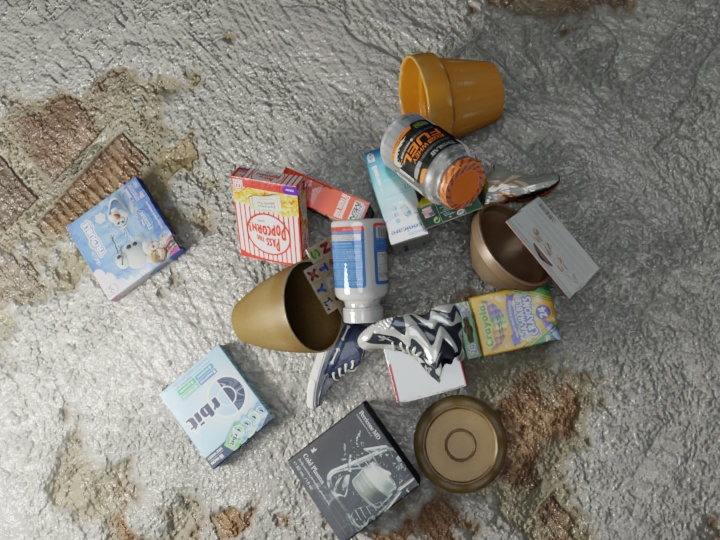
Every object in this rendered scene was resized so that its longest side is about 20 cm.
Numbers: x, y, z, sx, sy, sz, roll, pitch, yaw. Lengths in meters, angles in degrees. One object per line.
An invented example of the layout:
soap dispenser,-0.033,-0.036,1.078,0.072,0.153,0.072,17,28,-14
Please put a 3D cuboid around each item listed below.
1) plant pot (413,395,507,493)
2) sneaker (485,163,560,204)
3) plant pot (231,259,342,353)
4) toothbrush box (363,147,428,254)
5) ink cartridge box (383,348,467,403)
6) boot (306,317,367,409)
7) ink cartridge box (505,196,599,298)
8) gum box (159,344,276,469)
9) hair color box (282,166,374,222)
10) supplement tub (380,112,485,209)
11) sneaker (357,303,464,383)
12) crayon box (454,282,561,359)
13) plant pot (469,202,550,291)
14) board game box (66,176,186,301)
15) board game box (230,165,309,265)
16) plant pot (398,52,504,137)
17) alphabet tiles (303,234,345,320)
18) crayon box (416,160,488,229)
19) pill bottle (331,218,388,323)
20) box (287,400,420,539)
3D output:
plant pot,0.209,0.363,1.587,0.197,0.027,0.204,-1,83,6
sneaker,0.323,-0.191,1.616,0.197,0.076,0.093,-13,78,3
plant pot,-0.167,0.091,1.579,0.198,0.185,0.189,-15,81,36
toothbrush box,0.077,-0.147,1.597,0.084,0.146,0.203,-16,81,3
ink cartridge box,0.131,0.176,1.530,0.143,0.200,0.147,-16,81,6
boot,-0.048,0.202,1.607,0.089,0.073,0.203,14,85,13
ink cartridge box,0.382,-0.040,1.547,0.201,0.173,0.044,51,133,7
gum box,-0.308,0.292,1.639,0.169,0.045,0.201,-39,81,0
hair color box,-0.074,-0.146,1.630,0.198,0.111,0.065,23,87,8
supplement tub,0.136,-0.204,1.429,0.123,0.123,0.200,-46,49,-1
sneaker,0.100,0.149,1.394,0.196,0.080,0.131,-13,72,-4
crayon box,0.307,0.105,1.593,0.197,0.052,0.128,-14,82,5
plant pot,0.292,-0.032,1.568,0.202,0.200,0.093,54,131,8
board game box,-0.525,-0.070,1.702,0.198,0.043,0.201,-35,82,2
board game box,-0.186,-0.111,1.599,0.149,0.046,0.202,11,128,16
plant pot,0.196,-0.361,1.598,0.180,0.200,0.203,-11,82,-11
alphabet tiles,-0.031,0.006,1.581,0.006,0.199,0.168,-27,93,44
crayon box,0.193,-0.158,1.551,0.125,0.200,0.051,-20,108,21
pill bottle,0.000,0.000,1.510,0.110,0.112,0.204,-2,92,5
box,-0.011,0.408,1.558,0.196,0.124,0.201,-37,81,-1
